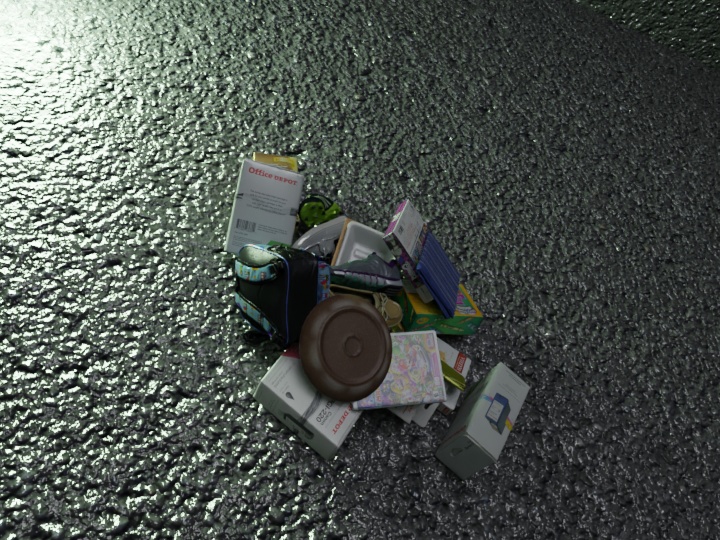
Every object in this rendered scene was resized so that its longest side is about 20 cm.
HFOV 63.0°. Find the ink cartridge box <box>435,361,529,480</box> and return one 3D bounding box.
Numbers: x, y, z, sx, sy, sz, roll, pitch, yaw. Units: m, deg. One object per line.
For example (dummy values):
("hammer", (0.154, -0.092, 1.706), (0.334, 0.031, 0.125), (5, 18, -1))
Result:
("ink cartridge box", (0.255, 0.316, 1.235), (0.087, 0.146, 0.200), (38, 50, 6))

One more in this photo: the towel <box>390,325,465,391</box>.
("towel", (0.148, 0.186, 1.281), (0.198, 0.018, 0.086), (37, 14, 4))

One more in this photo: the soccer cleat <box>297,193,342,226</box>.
("soccer cleat", (-0.111, -0.150, 1.409), (0.081, 0.068, 0.199), (39, 14, 14))

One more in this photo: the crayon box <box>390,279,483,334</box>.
("crayon box", (0.179, 0.086, 1.381), (0.194, 0.059, 0.120), (5, 37, -28))

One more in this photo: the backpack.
("backpack", (-0.168, 0.036, 1.183), (0.132, 0.189, 0.197), (-11, 20, -41))

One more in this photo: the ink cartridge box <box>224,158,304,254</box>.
("ink cartridge box", (-0.215, -0.128, 1.316), (0.141, 0.084, 0.207), (13, 87, -15))

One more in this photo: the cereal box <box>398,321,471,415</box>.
("cereal box", (0.144, 0.210, 1.328), (0.196, 0.040, 0.145), (32, 51, 1))

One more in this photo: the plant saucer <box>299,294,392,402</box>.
("plant saucer", (-0.020, 0.145, 1.126), (0.194, 0.037, 0.208), (5, 77, -21))

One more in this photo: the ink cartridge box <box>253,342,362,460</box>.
("ink cartridge box", (-0.093, 0.250, 1.174), (0.198, 0.085, 0.146), (39, 52, 3))

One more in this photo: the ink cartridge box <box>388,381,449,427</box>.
("ink cartridge box", (0.084, 0.234, 1.237), (0.197, 0.067, 0.119), (34, 88, 3))

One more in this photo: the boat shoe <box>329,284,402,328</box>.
("boat shoe", (0.008, 0.072, 1.239), (0.195, 0.063, 0.075), (16, 52, -20))

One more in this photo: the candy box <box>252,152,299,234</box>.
("candy box", (-0.210, -0.190, 1.440), (0.111, 0.056, 0.206), (5, 57, -17))

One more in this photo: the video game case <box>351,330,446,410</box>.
("video game case", (0.070, 0.198, 1.182), (0.193, 0.018, 0.148), (-2, 69, -14))

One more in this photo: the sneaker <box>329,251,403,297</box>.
("sneaker", (0.000, 0.000, 1.276), (0.194, 0.074, 0.090), (11, 59, -28))

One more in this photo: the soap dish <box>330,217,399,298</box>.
("soap dish", (0.005, 0.003, 1.356), (0.153, 0.081, 0.206), (21, 69, -7))

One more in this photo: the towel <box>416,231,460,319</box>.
("towel", (0.180, 0.008, 1.353), (0.147, 0.023, 0.201), (55, 26, -15))

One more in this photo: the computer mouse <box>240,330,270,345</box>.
("computer mouse", (-0.197, 0.061, 1.281), (0.136, 0.046, 0.205), (2, 57, -20))

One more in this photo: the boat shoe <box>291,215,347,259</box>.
("boat shoe", (-0.086, -0.063, 1.406), (0.069, 0.073, 0.198), (48, 44, 14))

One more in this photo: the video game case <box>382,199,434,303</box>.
("video game case", (0.131, -0.049, 1.371), (0.183, 0.035, 0.201), (55, 27, -15))
